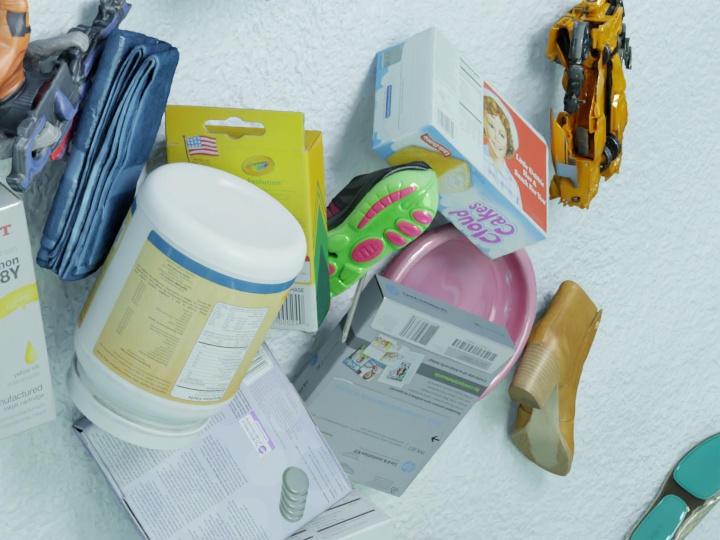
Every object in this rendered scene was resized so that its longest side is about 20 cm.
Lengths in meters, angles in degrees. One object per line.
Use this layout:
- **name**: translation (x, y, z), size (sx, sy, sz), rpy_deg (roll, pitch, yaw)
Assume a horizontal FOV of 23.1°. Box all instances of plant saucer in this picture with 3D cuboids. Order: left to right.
- **plant saucer**: translation (0.081, 0.043, 1.716), size (0.200, 0.051, 0.201), rpy_deg (-15, 117, -31)

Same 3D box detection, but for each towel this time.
- **towel**: translation (-0.198, -0.092, 1.417), size (0.112, 0.048, 0.201), rpy_deg (-40, 150, -79)

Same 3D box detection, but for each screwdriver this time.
- **screwdriver**: translation (0.000, 0.000, 1.577), size (0.200, 0.029, 0.028), rpy_deg (-66, 151, -48)

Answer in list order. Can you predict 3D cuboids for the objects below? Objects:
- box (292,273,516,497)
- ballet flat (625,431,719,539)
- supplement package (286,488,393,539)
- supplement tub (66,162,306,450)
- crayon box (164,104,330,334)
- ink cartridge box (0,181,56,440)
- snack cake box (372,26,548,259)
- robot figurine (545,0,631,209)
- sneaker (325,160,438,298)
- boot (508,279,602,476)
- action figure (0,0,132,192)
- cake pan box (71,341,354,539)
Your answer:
- **box**: translation (0.026, 0.112, 1.646), size (0.155, 0.041, 0.200), rpy_deg (22, 117, -28)
- **ballet flat**: translation (0.374, 0.264, 2.038), size (0.200, 0.067, 0.062), rpy_deg (-45, 157, -8)
- **supplement package**: translation (-0.057, 0.322, 1.695), size (0.155, 0.111, 0.201), rpy_deg (-17, 120, -29)
- **supplement tub**: translation (-0.145, 0.030, 1.429), size (0.144, 0.145, 0.200), rpy_deg (8, 121, -39)
- **crayon box**: translation (-0.094, -0.051, 1.496), size (0.051, 0.126, 0.201), rpy_deg (-60, 152, -61)
- **ink cartridge box**: translation (-0.331, 0.040, 1.385), size (0.145, 0.083, 0.201), rpy_deg (-19, 120, -29)
- **snack cake box**: translation (0.095, -0.114, 1.610), size (0.200, 0.067, 0.115), rpy_deg (40, 40, -40)
- **robot figurine**: translation (0.218, -0.169, 1.701), size (0.145, 0.058, 0.201), rpy_deg (-43, 136, -53)
- **sneaker**: translation (-0.008, -0.034, 1.556), size (0.077, 0.199, 0.084), rpy_deg (57, 27, -15)
- **boot**: translation (0.214, 0.113, 1.839), size (0.144, 0.071, 0.201), rpy_deg (-57, 150, -25)
- **action figure**: translation (-0.265, -0.167, 1.362), size (0.200, 0.104, 0.194), rpy_deg (-62, 145, -38)
- **cake pan box**: translation (-0.131, 0.164, 1.565), size (0.184, 0.052, 0.200), rpy_deg (-36, 104, -18)
